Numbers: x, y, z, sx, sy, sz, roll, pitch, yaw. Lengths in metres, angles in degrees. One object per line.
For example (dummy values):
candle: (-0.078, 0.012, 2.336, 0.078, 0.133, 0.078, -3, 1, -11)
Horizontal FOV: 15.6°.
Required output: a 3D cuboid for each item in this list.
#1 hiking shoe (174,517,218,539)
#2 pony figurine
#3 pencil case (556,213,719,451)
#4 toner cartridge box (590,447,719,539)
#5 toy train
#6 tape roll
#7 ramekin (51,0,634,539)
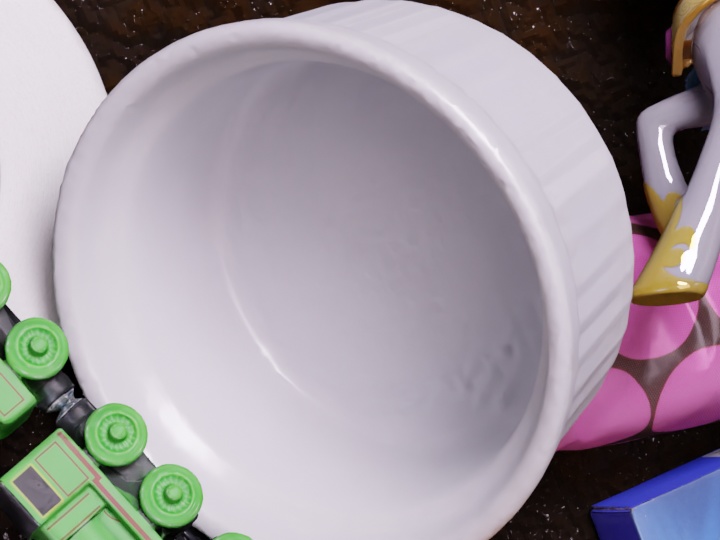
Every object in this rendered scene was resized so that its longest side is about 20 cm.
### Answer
hiking shoe: (-0.095, 0.123, 0.959, 0.200, 0.076, 0.101, 21, 66, -23)
pony figurine: (0.180, -0.088, 0.965, 0.192, 0.167, 0.201, -4, 75, 12)
pencil case: (0.135, 0.013, 1.036, 0.199, 0.091, 0.094, -9, 77, -22)
toner cartridge box: (0.173, 0.170, 1.053, 0.095, 0.043, 0.201, -22, 92, -19)
toy train: (-0.092, 0.078, 0.913, 0.056, 0.042, 0.200, -41, 86, -21)
tape roll: (-0.186, -0.032, 0.952, 0.202, 0.037, 0.204, 2, 85, -19)
ramekin: (0.000, 0.000, 0.932, 0.201, 0.200, 0.098, 62, 33, -4)
